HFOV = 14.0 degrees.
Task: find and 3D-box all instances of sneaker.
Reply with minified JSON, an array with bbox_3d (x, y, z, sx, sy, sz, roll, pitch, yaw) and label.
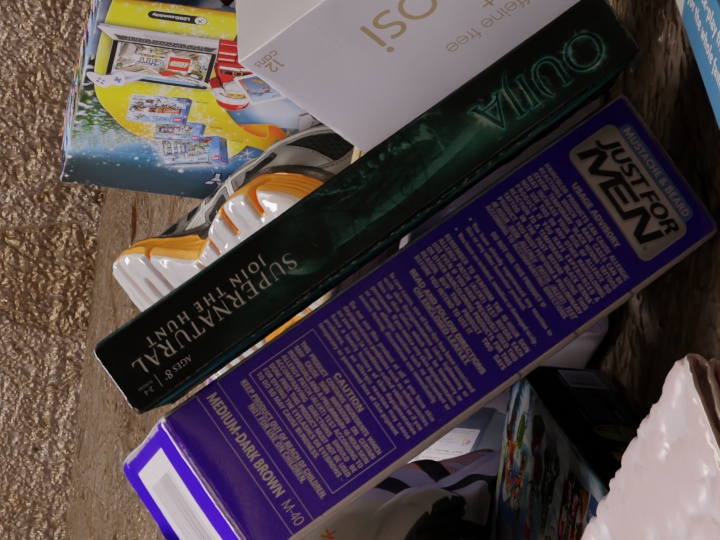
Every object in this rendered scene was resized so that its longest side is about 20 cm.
[{"bbox_3d":[-0.038,-0.010,1.239,0.077,0.078,0.200,-50,12,-29],"label":"sneaker"},{"bbox_3d":[0.014,0.100,1.142,0.200,0.079,0.074,10,-90,-70],"label":"sneaker"}]

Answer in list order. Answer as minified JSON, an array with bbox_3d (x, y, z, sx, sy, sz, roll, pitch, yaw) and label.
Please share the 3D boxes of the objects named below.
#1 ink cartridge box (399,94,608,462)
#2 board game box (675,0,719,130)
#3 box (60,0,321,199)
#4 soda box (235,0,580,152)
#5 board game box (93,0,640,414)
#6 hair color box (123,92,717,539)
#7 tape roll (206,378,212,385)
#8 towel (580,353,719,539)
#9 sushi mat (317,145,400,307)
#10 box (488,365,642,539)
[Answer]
[{"bbox_3d":[0.044,0.015,1.210,0.200,0.067,0.118,115,159,-60],"label":"ink cartridge box"},{"bbox_3d":[0.140,-0.135,0.828,0.151,0.047,0.201,-100,18,-53],"label":"board game box"},{"bbox_3d":[-0.020,-0.077,1.237,0.137,0.199,0.038,112,162,-56],"label":"box"},{"bbox_3d":[0.050,-0.125,0.984,0.200,0.068,0.064,-34,41,29],"label":"soda box"},{"bbox_3d":[0.004,-0.020,0.997,0.028,0.199,0.135,55,-179,2],"label":"board game box"},{"bbox_3d":[0.018,0.027,1.020,0.065,0.199,0.109,56,163,3],"label":"hair color box"},{"bbox_3d":[-0.025,0.075,1.395,0.200,0.065,0.202,-1,-90,-83],"label":"tape roll"},{"bbox_3d":[0.105,0.151,0.828,0.200,0.032,0.192,110,147,-54],"label":"towel"},{"bbox_3d":[0.000,0.000,1.133,0.096,0.012,0.201,-44,-29,-60],"label":"sushi mat"},{"bbox_3d":[0.083,0.127,1.034,0.200,0.040,0.138,-123,38,-73],"label":"box"}]
